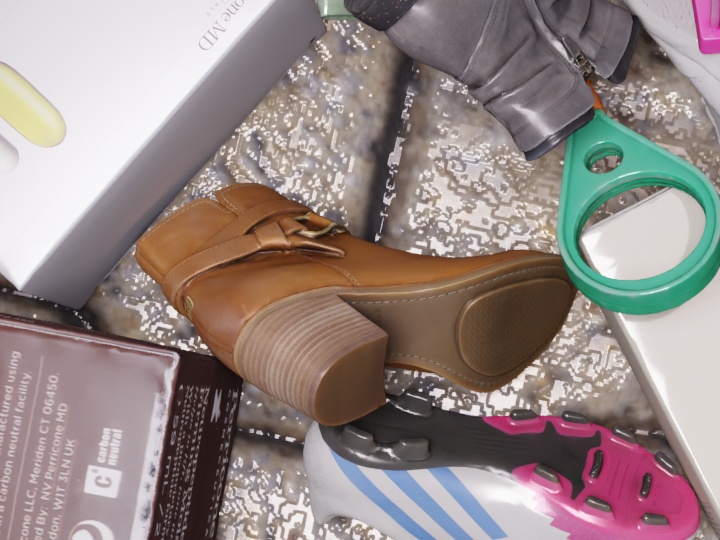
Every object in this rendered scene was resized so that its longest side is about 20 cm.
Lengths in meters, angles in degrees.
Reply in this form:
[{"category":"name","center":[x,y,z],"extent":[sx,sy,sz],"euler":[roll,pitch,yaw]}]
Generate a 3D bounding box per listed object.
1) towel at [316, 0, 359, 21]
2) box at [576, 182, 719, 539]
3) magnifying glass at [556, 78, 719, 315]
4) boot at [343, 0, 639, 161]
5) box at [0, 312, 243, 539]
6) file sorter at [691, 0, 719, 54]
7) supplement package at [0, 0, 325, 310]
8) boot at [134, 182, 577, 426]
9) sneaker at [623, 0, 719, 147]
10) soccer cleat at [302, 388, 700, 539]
[{"category":"towel","center":[0.015,-0.222,1.087],"extent":[0.023,0.152,0.202],"euler":[-14,84,43]},{"category":"box","center":[0.178,0.059,1.075],"extent":[0.068,0.082,0.201],"euler":[-26,86,2]},{"category":"magnifying glass","center":[0.117,-0.058,1.060],"extent":[0.079,0.022,0.201],"euler":[-24,47,3]},{"category":"boot","center":[0.085,-0.157,1.059],"extent":[0.131,0.070,0.201],"euler":[36,66,-14]},{"category":"box","center":[-0.160,0.107,1.029],"extent":[0.163,0.200,0.167],"euler":[10,88,6]},{"category":"file sorter","center":[0.220,-0.227,1.036],"extent":[0.138,0.126,0.201],"euler":[-5,60,3]},{"category":"supplement package","center":[-0.125,-0.093,1.066],"extent":[0.111,0.156,0.200],"euler":[41,88,5]},{"category":"boot","center":[0.000,0.000,1.089],"extent":[0.154,0.199,0.074],"euler":[35,125,39]},{"category":"sneaker","center":[0.187,-0.099,1.094],"extent":[0.075,0.089,0.200],"euler":[-27,60,-15]},{"category":"soccer cleat","center":[0.068,0.112,1.087],"extent":[0.198,0.087,0.070],"euler":[14,42,0]}]
